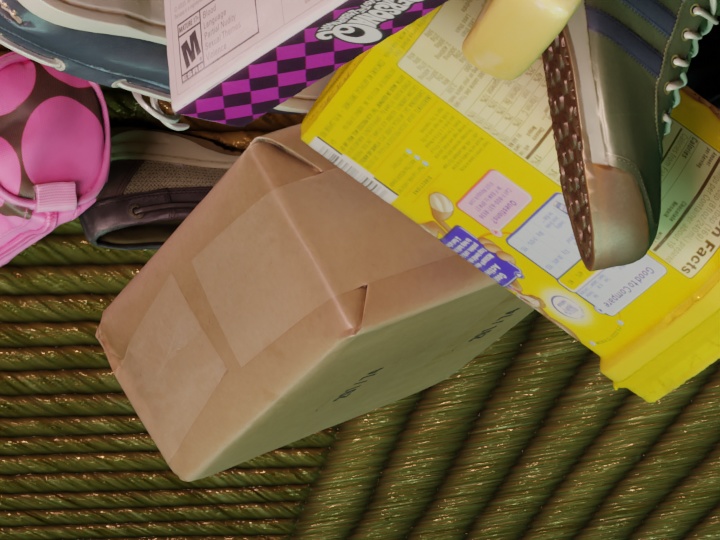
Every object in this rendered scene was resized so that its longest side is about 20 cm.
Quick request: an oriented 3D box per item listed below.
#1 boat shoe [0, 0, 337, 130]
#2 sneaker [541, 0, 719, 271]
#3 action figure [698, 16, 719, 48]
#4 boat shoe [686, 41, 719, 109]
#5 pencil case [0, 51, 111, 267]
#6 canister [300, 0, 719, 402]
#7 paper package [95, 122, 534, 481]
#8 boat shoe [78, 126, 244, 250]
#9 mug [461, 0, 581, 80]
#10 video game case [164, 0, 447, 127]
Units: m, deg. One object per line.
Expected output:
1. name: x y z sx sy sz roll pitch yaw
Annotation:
1. boat shoe: -0.088 -0.105 1.168 0.200 0.075 0.062 9 157 -42
2. sneaker: 0.115 -0.105 1.039 0.090 0.201 0.067 -9 176 -5
3. action figure: 0.134 -0.115 1.187 0.200 0.070 0.130 -17 151 23
4. boat shoe: 0.227 -0.089 1.291 0.199 0.066 0.075 -3 159 -4
5. pencil case: -0.200 -0.034 1.321 0.091 0.094 0.200 9 156 -32
6. canister: 0.086 -0.046 1.139 0.200 0.087 0.149 36 151 -5
7. paper package: 0.000 0.000 1.286 0.190 0.104 0.200 -20 166 -34
8. boat shoe: -0.065 -0.028 1.404 0.200 0.066 0.072 9 156 -32
9. mug: 0.091 -0.170 0.923 0.186 0.150 0.153 -27 175 -16
10. video game case: 0.001 -0.165 0.867 0.036 0.182 0.200 12 154 -35
